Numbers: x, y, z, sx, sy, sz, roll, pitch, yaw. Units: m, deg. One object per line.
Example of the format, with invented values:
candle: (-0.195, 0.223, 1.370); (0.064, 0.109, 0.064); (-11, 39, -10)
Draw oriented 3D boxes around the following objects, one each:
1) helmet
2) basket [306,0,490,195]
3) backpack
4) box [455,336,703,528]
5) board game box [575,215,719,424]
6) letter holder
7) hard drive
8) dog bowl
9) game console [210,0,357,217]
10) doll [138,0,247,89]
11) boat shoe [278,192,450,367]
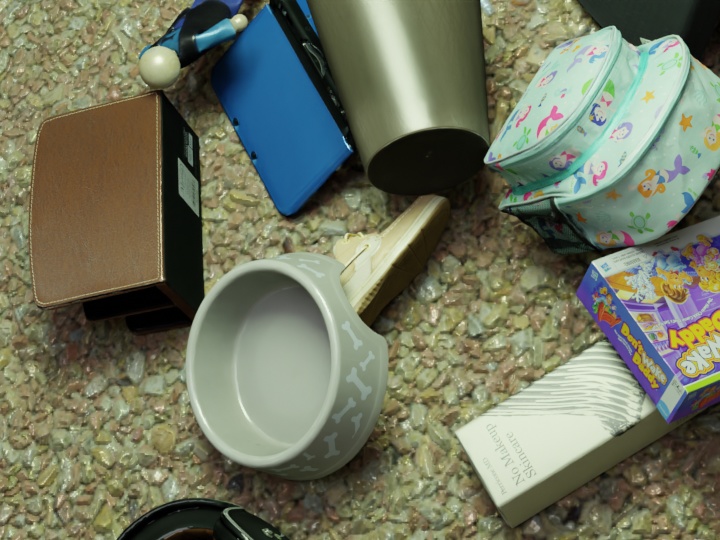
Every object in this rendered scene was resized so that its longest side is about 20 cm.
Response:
helmet: (-0.117, 0.283, 1.181); (0.197, 0.191, 0.203); (1, 86, -13)
basket: (0.044, -0.181, 1.323); (0.178, 0.136, 0.202); (3, 61, -27)
backpack: (0.213, -0.109, 1.233); (0.179, 0.150, 0.199); (-57, 24, -15)
box: (0.184, 0.123, 1.232); (0.199, 0.068, 0.083); (-33, 62, 0)
board game box: (0.294, 0.028, 1.204); (0.198, 0.045, 0.135); (-18, 59, -26)
letter holder: (-0.232, -0.048, 1.411); (0.140, 0.101, 0.203); (-11, 64, 13)
hard drive: (0.246, -0.275, 1.351); (0.042, 0.136, 0.201); (-22, 59, -25)
dog bowl: (-0.071, 0.081, 1.285); (0.198, 0.058, 0.203); (-5, 82, 36)
game console: (-0.030, -0.175, 1.453); (0.169, 0.119, 0.201); (-15, 60, -26)
doll: (-0.163, -0.234, 1.449); (0.135, 0.049, 0.201); (-14, 31, 30)
boat shoe: (0.000, 0.000, 1.336); (0.069, 0.074, 0.200); (38, 82, 21)
